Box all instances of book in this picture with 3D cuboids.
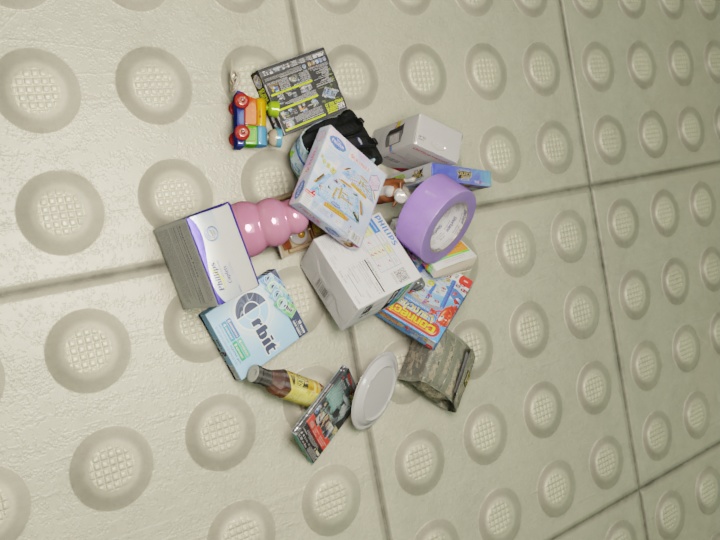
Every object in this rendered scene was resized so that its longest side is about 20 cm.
[{"bbox_3d":[0.183,-0.071,1.847,0.133,0.048,0.200,-14,50,-32],"label":"book"}]

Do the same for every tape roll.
[{"bbox_3d":[0.181,-0.123,1.725,0.199,0.085,0.201,-36,147,-28],"label":"tape roll"}]

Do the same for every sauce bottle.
[{"bbox_3d":[-0.167,0.259,1.632,0.199,0.066,0.067,29,71,-43],"label":"sauce bottle"}]

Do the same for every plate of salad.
[{"bbox_3d":[0.029,0.290,1.765,0.200,0.048,0.202,-35,136,-44],"label":"plate of salad"}]

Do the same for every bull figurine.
[{"bbox_3d":[0.065,-0.194,1.765,0.121,0.199,0.066,-18,109,-49],"label":"bull figurine"}]

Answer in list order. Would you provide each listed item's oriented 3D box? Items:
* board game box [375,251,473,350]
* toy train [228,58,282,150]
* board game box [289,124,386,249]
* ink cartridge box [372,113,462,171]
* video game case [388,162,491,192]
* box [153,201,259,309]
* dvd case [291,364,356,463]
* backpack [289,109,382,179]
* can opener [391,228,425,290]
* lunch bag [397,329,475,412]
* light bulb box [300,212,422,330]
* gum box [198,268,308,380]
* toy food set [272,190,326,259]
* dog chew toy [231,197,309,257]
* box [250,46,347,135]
[{"bbox_3d":[0.151,0.064,1.821,0.199,0.056,0.196,30,66,10],"label":"board game box"},{"bbox_3d":[-0.233,-0.373,1.627,0.115,0.085,0.202,0,87,-21],"label":"toy train"},{"bbox_3d":[-0.045,-0.182,1.608,0.200,0.041,0.201,37,64,-37],"label":"board game box"},{"bbox_3d":[0.137,-0.311,1.811,0.147,0.199,0.086,17,77,-31],"label":"ink cartridge box"},{"bbox_3d":[0.204,-0.230,1.861,0.199,0.181,0.046,2,85,-33],"label":"video game case"},{"bbox_3d":[-0.319,-0.027,1.490,0.104,0.199,0.185,-25,100,-33],"label":"box"},{"bbox_3d":[-0.076,0.337,1.692,0.200,0.022,0.147,-50,145,-24],"label":"dvd case"},{"bbox_3d":[-0.072,-0.278,1.705,0.164,0.153,0.200,56,35,4],"label":"backpack"},{"bbox_3d":[0.094,-0.033,1.810,0.201,0.066,0.053,58,17,21],"label":"can opener"},{"bbox_3d":[0.216,0.257,1.877,0.200,0.117,0.165,37,65,-31],"label":"lunch bag"},{"bbox_3d":[0.000,0.000,1.706,0.199,0.125,0.199,-24,74,-32],"label":"light bulb box"},{"bbox_3d":[-0.237,0.120,1.628,0.199,0.044,0.171,-34,106,-31],"label":"gum box"},{"bbox_3d":[-0.126,-0.123,1.707,0.199,0.060,0.145,-21,98,-32],"label":"toy food set"},{"bbox_3d":[-0.206,-0.102,1.585,0.198,0.125,0.126,-15,96,-2],"label":"dog chew toy"},{"bbox_3d":[-0.143,-0.426,1.727,0.199,0.044,0.161,-30,104,-31],"label":"box"}]
